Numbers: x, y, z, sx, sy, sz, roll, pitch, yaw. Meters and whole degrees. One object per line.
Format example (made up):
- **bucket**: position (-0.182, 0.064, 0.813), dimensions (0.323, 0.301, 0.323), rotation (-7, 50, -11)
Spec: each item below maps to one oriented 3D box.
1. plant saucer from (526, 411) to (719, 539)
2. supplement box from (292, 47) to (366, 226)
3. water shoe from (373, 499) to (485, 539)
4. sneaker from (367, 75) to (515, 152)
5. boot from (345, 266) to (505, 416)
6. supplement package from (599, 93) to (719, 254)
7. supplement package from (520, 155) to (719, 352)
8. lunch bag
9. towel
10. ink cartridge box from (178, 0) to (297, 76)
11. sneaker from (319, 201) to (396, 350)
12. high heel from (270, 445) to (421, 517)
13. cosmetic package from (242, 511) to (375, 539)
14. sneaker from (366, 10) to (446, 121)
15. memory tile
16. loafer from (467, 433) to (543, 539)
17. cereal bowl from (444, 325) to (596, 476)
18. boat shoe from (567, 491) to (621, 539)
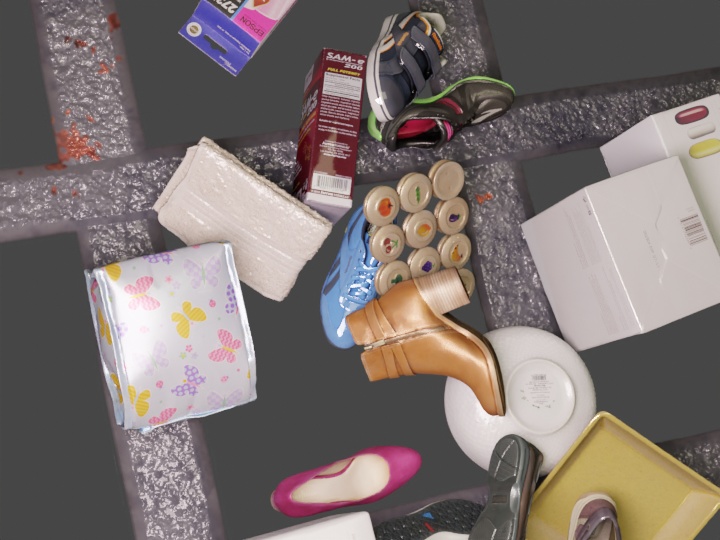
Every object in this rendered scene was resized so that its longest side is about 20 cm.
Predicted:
- **plant saucer**: position (0.320, 0.296, 1.621), dimensions (0.200, 0.048, 0.200), rotation (34, 104, -7)
- **supplement box**: position (-0.041, -0.165, 1.618), dimensions (0.061, 0.109, 0.200), rotation (9, 76, -13)
- **water shoe**: position (0.083, 0.336, 1.578), dimensions (0.200, 0.079, 0.072), rotation (-3, 35, -33)
- **sneaker**: position (0.111, -0.193, 1.673), dimensions (0.200, 0.077, 0.084), rotation (-17, 47, -9)
- **boot**: position (0.083, 0.109, 1.572), dimensions (0.155, 0.074, 0.200), rotation (-24, 86, 8)
- **supplement package**: position (0.431, -0.108, 1.712), dimensions (0.111, 0.156, 0.200), rotation (-19, 85, -18)
- **supplement package**: position (0.336, -0.015, 1.644), dimensions (0.147, 0.200, 0.191), rotation (-19, 85, -19)
- **lunch bag**: position (-0.222, 0.078, 1.507), dimensions (0.169, 0.127, 0.200), rotation (-14, 92, -19)
- **towel**: position (-0.146, -0.061, 1.564), dimensions (0.200, 0.133, 0.034), rotation (33, 30, -6)
- **ink cartridge box**: position (-0.140, -0.357, 1.671), dimensions (0.095, 0.037, 0.200), rotation (37, 74, -5)
- **sneaker**: position (0.000, 0.000, 1.613), dimensions (0.066, 0.078, 0.200), rotation (19, 76, -13)
- **high heel**: position (-0.009, 0.251, 1.547), dimensions (0.200, 0.096, 0.067), rotation (-8, 81, -17)
- **cosmetic package**: position (-0.082, 0.381, 1.464), dimensions (0.200, 0.166, 0.168), rotation (-12, 82, -18)
- **sneaker**: position (0.061, -0.270, 1.638), dimensions (0.079, 0.078, 0.200), rotation (-9, 43, 22)
- **memory tile**: position (0.078, -0.029, 1.610), dimensions (0.153, 0.017, 0.200), rotation (-23, 117, -29)
- **loafer**: position (0.181, 0.301, 1.545), dimensions (0.063, 0.072, 0.200), rotation (26, 73, -36)
- **cereal bowl**: position (0.213, 0.165, 1.634), dimensions (0.200, 0.083, 0.200), rotation (3, 79, -14)
- **boat shoe**: position (0.283, 0.374, 1.584), dimensions (0.072, 0.065, 0.200), rotation (7, 105, 0)
